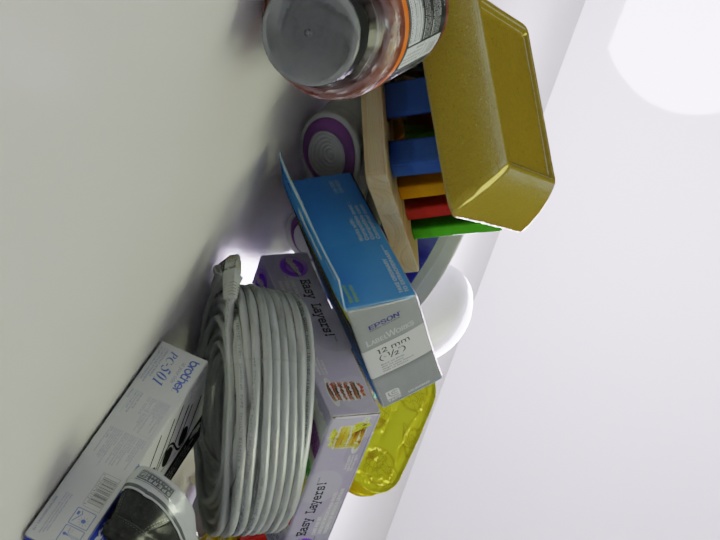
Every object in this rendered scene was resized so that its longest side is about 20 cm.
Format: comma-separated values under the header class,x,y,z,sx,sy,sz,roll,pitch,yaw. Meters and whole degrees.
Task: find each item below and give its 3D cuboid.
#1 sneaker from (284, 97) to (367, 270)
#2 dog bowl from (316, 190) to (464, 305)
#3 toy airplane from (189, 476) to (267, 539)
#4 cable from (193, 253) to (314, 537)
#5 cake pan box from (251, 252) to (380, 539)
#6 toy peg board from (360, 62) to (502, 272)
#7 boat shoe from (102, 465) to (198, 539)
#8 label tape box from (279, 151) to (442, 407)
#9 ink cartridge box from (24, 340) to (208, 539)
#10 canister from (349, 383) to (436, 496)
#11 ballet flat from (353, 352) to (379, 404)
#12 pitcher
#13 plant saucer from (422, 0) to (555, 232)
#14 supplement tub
class,x,y,z,sx,sy,sz,roll,pitch,yaw
sneaker,-0.014,-0.081,1.446,0.201,0.074,0.100,103,14,-46
dog bowl,0.034,-0.051,1.552,0.201,0.078,0.201,-55,-163,27
toy airplane,-0.146,0.283,1.490,0.200,0.141,0.199,-54,-156,-13
cable,-0.089,0.111,1.275,0.201,0.068,0.202,116,-28,-53
cake pan box,-0.059,0.113,1.370,0.201,0.052,0.185,64,-37,40
toy peg board,0.061,-0.130,1.352,0.199,0.097,0.202,67,18,-66
boat shoe,-0.148,0.216,1.158,0.066,0.069,0.201,-53,162,-27
label tape box,0.000,0.000,1.334,0.066,0.144,0.201,-24,145,-5
ink cartridge box,-0.178,0.156,1.185,0.095,0.044,0.201,101,15,-47
canister,-0.034,0.152,1.573,0.199,0.086,0.149,-15,-139,51
ballet flat,-0.051,0.116,1.479,0.199,0.068,0.068,-19,-113,50
pitcher,0.059,0.088,2.211,0.200,0.121,0.172,-45,179,-40
plant saucer,0.109,-0.140,1.323,0.200,0.048,0.203,7,72,-68
supplement tub,-0.007,-0.181,1.149,0.200,0.106,0.108,-41,153,-68
